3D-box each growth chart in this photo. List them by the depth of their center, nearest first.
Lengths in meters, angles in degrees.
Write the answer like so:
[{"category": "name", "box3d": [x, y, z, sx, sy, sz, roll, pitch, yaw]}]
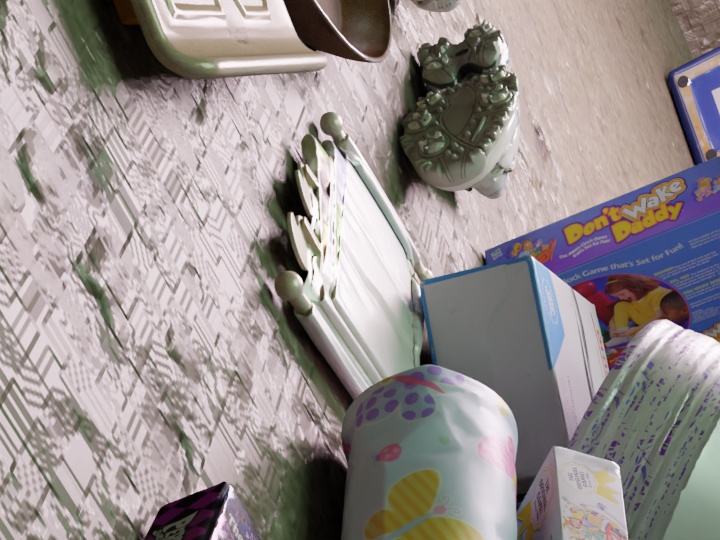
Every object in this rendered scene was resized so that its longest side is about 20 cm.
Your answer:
[{"category": "growth chart", "box3d": [0.000, 0.000, 0.968, 0.145, 0.018, 0.201, 60, 19, -25]}]

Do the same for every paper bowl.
[{"category": "paper bowl", "box3d": [0.160, 0.135, 0.972, 0.201, 0.104, 0.202, -51, 154, -37]}]

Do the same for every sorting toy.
[{"category": "sorting toy", "box3d": [-0.094, -0.175, 0.871, 0.201, 0.036, 0.185, 64, 17, 1]}]

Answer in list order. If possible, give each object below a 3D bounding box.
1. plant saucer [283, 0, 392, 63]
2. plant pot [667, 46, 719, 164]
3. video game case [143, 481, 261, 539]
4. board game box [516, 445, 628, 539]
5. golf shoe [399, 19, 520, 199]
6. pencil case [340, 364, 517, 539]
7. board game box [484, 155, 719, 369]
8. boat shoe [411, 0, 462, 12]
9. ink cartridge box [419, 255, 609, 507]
[{"category": "plant saucer", "box3d": [-0.040, -0.204, 1.057, 0.201, 0.034, 0.201, 57, 22, -37]}, {"category": "plant pot", "box3d": [0.525, -0.204, 2.510, 0.179, 0.199, 0.202, 17, 53, -60]}, {"category": "video game case", "box3d": [-0.030, 0.197, 0.614, 0.201, 0.036, 0.181, 64, 18, -17]}, {"category": "board game box", "box3d": [0.076, 0.192, 0.803, 0.034, 0.135, 0.201, 17, 35, -11]}, {"category": "golf shoe", "box3d": [0.078, -0.084, 1.214, 0.200, 0.078, 0.098, -73, 145, -62]}, {"category": "pencil case", "box3d": [0.031, 0.135, 0.796, 0.201, 0.082, 0.091, -90, 170, -49]}, {"category": "board game box", "box3d": [0.200, 0.006, 1.260, 0.135, 0.199, 0.045, 53, 23, -42]}, {"category": "boat shoe", "box3d": [0.051, -0.209, 1.274, 0.070, 0.070, 0.200, 65, 16, -5]}, {"category": "ink cartridge box", "box3d": [0.102, 0.070, 1.080, 0.200, 0.067, 0.117, 28, 50, -69]}]
